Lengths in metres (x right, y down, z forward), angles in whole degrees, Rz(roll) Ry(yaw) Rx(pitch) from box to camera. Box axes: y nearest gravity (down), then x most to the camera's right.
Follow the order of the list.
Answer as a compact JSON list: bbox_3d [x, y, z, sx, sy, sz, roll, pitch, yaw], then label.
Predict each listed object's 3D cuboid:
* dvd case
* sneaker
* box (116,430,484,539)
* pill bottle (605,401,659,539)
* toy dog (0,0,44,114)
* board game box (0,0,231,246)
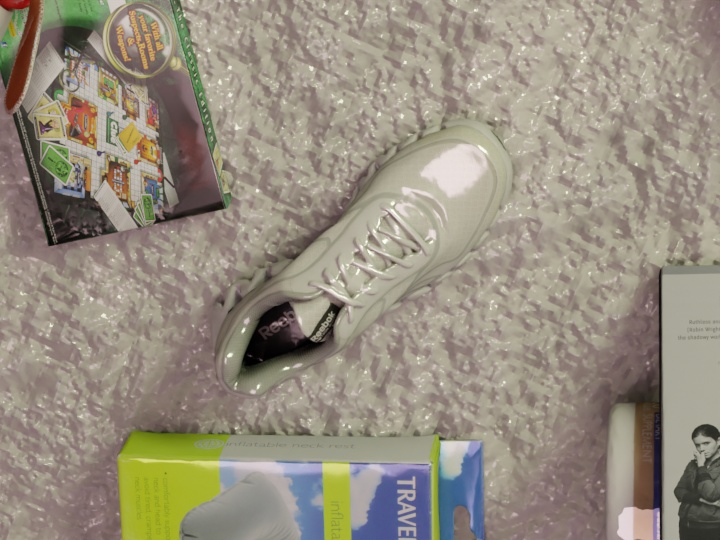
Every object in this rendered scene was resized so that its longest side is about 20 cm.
[{"bbox_3d":[0.226,0.077,1.261,0.149,0.201,0.025,0,138,7],"label":"dvd case"},{"bbox_3d":[0.000,0.000,1.320,0.200,0.081,0.075,-41,96,15],"label":"sneaker"},{"bbox_3d":[-0.031,0.153,1.385,0.199,0.048,0.123,0,107,8],"label":"box"},{"bbox_3d":[0.228,0.125,1.310,0.199,0.111,0.112,0,106,7],"label":"pill bottle"},{"bbox_3d":[-0.218,-0.123,1.281,0.132,0.096,0.200,37,121,8],"label":"toy dog"},{"bbox_3d":[-0.143,-0.119,1.332,0.104,0.023,0.201,-10,105,12],"label":"board game box"}]
